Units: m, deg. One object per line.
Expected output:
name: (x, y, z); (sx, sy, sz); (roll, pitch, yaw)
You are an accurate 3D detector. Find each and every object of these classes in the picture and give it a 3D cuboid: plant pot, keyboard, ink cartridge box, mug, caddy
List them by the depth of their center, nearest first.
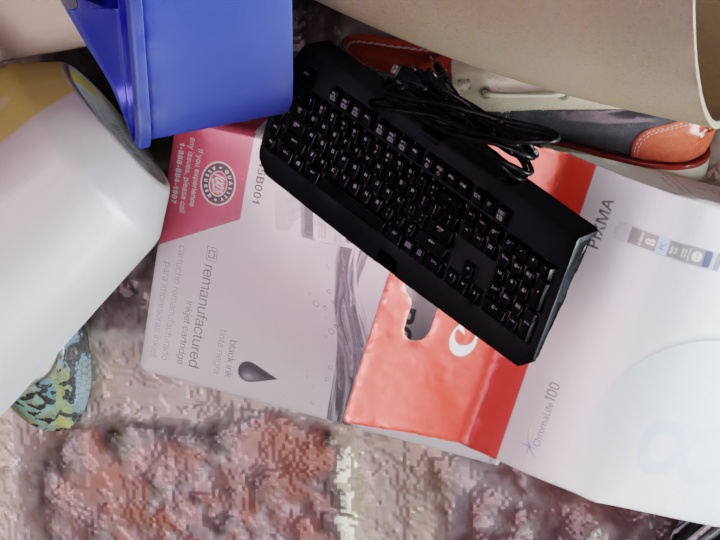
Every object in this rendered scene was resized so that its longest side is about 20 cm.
plant pot: (0.076, -0.167, 1.335); (0.199, 0.187, 0.188); (5, 107, 15)
keyboard: (0.022, -0.046, 1.336); (0.200, 0.040, 0.104); (36, 113, 35)
caddy: (-0.093, -0.149, 1.336); (0.105, 0.142, 0.200); (-8, 141, -7)
ink cartridge box: (0.110, 0.028, 1.389); (0.199, 0.047, 0.161); (12, 106, -21)
mug: (-0.189, -0.036, 1.415); (0.153, 0.150, 0.187); (-39, 118, 5)
ink cartridge box: (0.000, 0.000, 1.466); (0.199, 0.085, 0.146); (13, 109, 11)

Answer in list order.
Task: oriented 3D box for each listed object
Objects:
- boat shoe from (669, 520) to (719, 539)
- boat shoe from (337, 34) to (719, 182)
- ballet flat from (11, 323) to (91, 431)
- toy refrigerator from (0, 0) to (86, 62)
boat shoe: (0.237, 0.115, 1.432); (0.199, 0.068, 0.074); (-25, 97, 22)
boat shoe: (0.081, -0.094, 1.417); (0.199, 0.071, 0.063); (12, 123, 8)
ballet flat: (-0.192, -0.002, 1.533); (0.074, 0.074, 0.201); (-6, 104, 19)
toy refrigerator: (-0.201, -0.145, 1.492); (0.199, 0.076, 0.070); (-9, 102, 20)
